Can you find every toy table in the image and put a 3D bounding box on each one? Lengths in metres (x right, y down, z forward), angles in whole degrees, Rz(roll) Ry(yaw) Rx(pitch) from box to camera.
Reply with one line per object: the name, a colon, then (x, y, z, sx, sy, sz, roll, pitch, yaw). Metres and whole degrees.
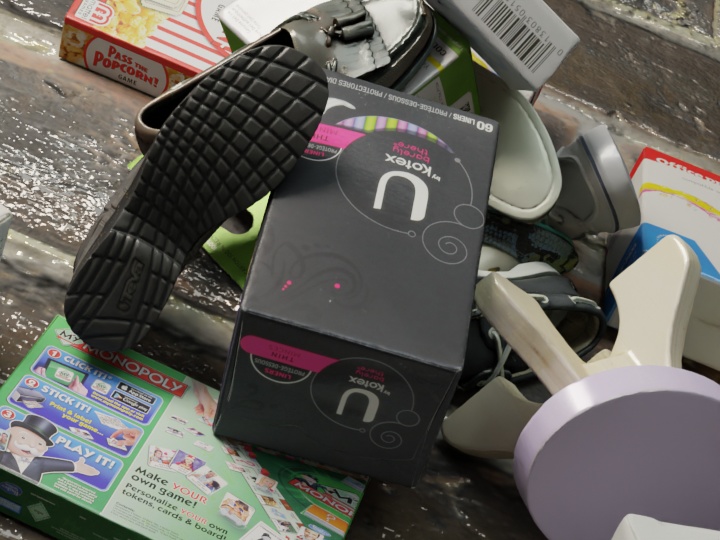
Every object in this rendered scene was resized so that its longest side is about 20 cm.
toy table: (0.139, 0.079, 1.011, 0.200, 0.183, 0.118, 49, 10, -50)

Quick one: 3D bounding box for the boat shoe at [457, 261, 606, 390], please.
boat shoe: (0.087, 0.040, 1.112, 0.060, 0.076, 0.199, 34, 34, 28)

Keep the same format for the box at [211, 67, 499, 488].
box: (0.000, 0.000, 0.988, 0.121, 0.107, 0.201, 15, 45, -3)

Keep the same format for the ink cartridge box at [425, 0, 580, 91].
ink cartridge box: (0.050, -0.188, 1.162, 0.160, 0.047, 0.200, 43, -3, -11)

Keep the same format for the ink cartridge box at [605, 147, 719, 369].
ink cartridge box: (0.244, -0.017, 1.291, 0.115, 0.068, 0.201, 21, 32, -4)

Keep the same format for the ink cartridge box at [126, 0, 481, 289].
ink cartridge box: (-0.043, -0.105, 1.141, 0.199, 0.076, 0.148, -39, 61, -13)

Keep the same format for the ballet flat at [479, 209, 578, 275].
ballet flat: (0.051, -0.012, 1.189, 0.198, 0.075, 0.075, 16, 32, -9)

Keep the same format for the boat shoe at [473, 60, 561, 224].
boat shoe: (0.067, -0.103, 1.204, 0.072, 0.060, 0.202, -38, 65, -7)

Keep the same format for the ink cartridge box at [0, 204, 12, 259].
ink cartridge box: (-0.271, -0.074, 0.953, 0.199, 0.175, 0.043, 34, 33, 17)

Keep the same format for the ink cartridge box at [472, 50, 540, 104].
ink cartridge box: (0.073, -0.143, 1.327, 0.115, 0.068, 0.201, 26, 50, 5)

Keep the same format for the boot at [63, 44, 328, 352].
boot: (-0.101, -0.055, 0.992, 0.070, 0.200, 0.132, 42, 7, -15)

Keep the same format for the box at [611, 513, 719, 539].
box: (0.211, 0.241, 0.845, 0.197, 0.132, 0.201, 11, 33, -19)

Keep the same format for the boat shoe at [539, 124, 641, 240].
boat shoe: (0.146, -0.049, 1.222, 0.065, 0.200, 0.074, -22, 84, -2)

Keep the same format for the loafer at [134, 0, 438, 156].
loafer: (-0.045, -0.115, 1.069, 0.199, 0.063, 0.072, -31, 60, 0)

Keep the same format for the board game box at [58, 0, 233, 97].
board game box: (-0.100, -0.182, 1.301, 0.198, 0.046, 0.152, 22, 52, -2)

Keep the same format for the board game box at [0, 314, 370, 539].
board game box: (-0.100, 0.107, 0.936, 0.198, 0.029, 0.135, 25, 31, 2)
